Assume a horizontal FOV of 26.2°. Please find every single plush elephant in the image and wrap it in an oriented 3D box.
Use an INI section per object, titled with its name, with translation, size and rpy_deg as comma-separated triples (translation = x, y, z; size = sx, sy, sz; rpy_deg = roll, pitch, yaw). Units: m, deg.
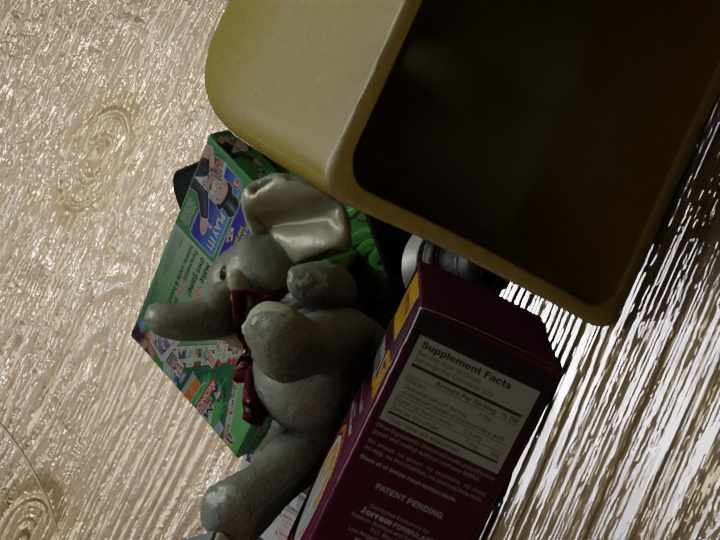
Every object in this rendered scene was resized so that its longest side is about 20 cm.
[plush elephant]
translation = -0.055, 0.036, 0.959
size = 0.200, 0.155, 0.165
rpy_deg = -28, -40, -43

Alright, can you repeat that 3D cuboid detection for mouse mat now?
[mouse mat]
translation = -0.055, -0.014, 1.085
size = 0.008, 0.162, 0.200
rpy_deg = -22, 4, -42

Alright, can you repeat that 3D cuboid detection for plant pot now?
[plant pot]
translation = 0.037, -0.115, 0.753
size = 0.200, 0.195, 0.195
rpy_deg = 25, 91, 52

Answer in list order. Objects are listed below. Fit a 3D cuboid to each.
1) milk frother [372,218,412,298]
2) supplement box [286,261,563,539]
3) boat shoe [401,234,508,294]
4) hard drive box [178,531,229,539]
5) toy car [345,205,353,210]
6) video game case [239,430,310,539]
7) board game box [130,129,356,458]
[milk frother]
translation = 0.000, 0.000, 1.137
size = 0.200, 0.187, 0.181
rpy_deg = -65, -30, -57
[supplement box]
translation = 0.029, 0.110, 0.865
size = 0.110, 0.085, 0.201
rpy_deg = -82, 17, -77
[boat shoe]
translation = 0.098, -0.046, 1.047
size = 0.060, 0.074, 0.200
rpy_deg = -5, 30, 38
[hard drive box]
translation = -0.092, 0.279, 0.882
size = 0.077, 0.156, 0.200
rpy_deg = -19, 34, 35
[toy car]
translation = 0.048, -0.168, 1.062
size = 0.199, 0.185, 0.177
rpy_deg = -23, -10, -34
[video game case]
translation = -0.032, 0.147, 1.090
size = 0.200, 0.023, 0.183
rpy_deg = 16, 93, 60
[board game box]
translation = -0.089, 0.019, 1.100
size = 0.029, 0.135, 0.200
rpy_deg = -21, -32, -45
